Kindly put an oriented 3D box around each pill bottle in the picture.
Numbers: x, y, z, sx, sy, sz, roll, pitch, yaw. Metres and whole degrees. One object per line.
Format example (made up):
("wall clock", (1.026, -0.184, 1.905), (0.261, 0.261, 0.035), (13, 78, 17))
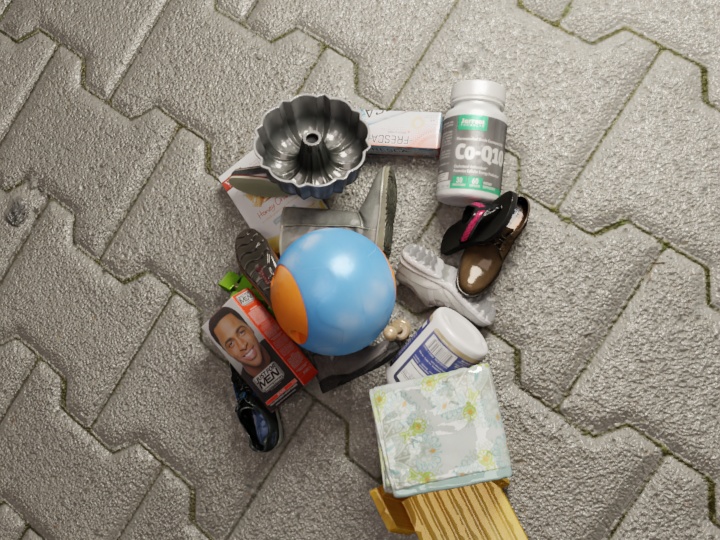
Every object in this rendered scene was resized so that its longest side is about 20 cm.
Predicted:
("pill bottle", (0.112, 0.169, 1.080), (0.111, 0.111, 0.200), (44, 112, 14))
("pill bottle", (0.194, -0.216, 1.104), (0.112, 0.113, 0.202), (5, 86, 14))

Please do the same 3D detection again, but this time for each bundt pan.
("bundt pan", (-0.082, -0.205, 1.101), (0.200, 0.076, 0.203), (0, 62, -1))

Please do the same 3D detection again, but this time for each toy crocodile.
("toy crocodile", (-0.177, 0.050, 1.200), (0.199, 0.062, 0.068), (16, 62, 10))

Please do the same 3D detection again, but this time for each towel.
("towel", (0.119, 0.246, 0.980), (0.199, 0.048, 0.172), (-14, 75, 13))

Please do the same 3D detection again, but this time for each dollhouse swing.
("dollhouse swing", (0.155, 0.406, 1.036), (0.199, 0.182, 0.177), (-29, 59, 9))

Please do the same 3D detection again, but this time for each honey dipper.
("honey dipper", (0.060, 0.103, 1.062), (0.038, 0.200, 0.038), (0, 88, 8))

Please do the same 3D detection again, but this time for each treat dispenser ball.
("treat dispenser ball", (-0.042, 0.033, 1.014), (0.199, 0.201, 0.202), (-1, 84, 14))

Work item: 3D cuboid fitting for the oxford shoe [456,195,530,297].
("oxford shoe", (0.221, -0.047, 1.074), (0.072, 0.084, 0.201), (29, 78, 11))

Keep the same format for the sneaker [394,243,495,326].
("sneaker", (0.148, 0.036, 1.128), (0.200, 0.075, 0.082), (37, 130, 8))

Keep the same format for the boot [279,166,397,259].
("boot", (-0.041, -0.099, 1.129), (0.199, 0.073, 0.183), (4, 76, 22))

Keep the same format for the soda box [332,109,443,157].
("soda box", (0.052, -0.252, 1.169), (0.199, 0.064, 0.069), (6, 86, 14))

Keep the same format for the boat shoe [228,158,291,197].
("boat shoe", (-0.141, -0.175, 1.167), (0.198, 0.071, 0.063), (1, 72, 7))

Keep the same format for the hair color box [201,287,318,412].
("hair color box", (-0.180, 0.142, 1.142), (0.101, 0.061, 0.200), (-42, 87, 28))

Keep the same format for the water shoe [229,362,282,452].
("water shoe", (-0.197, 0.234, 1.176), (0.071, 0.079, 0.201), (-25, 79, 10))

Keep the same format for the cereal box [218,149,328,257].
("cereal box", (-0.164, -0.141, 1.223), (0.144, 0.040, 0.200), (-37, 78, 6))

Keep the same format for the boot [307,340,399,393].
("boot", (-0.031, 0.127, 1.118), (0.200, 0.070, 0.132), (-31, 78, 36))

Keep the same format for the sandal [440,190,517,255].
("sandal", (0.184, -0.077, 1.063), (0.045, 0.200, 0.076), (28, 61, -20))

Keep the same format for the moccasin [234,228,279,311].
("moccasin", (-0.160, 0.010, 1.150), (0.074, 0.078, 0.202), (-40, 73, -4))
